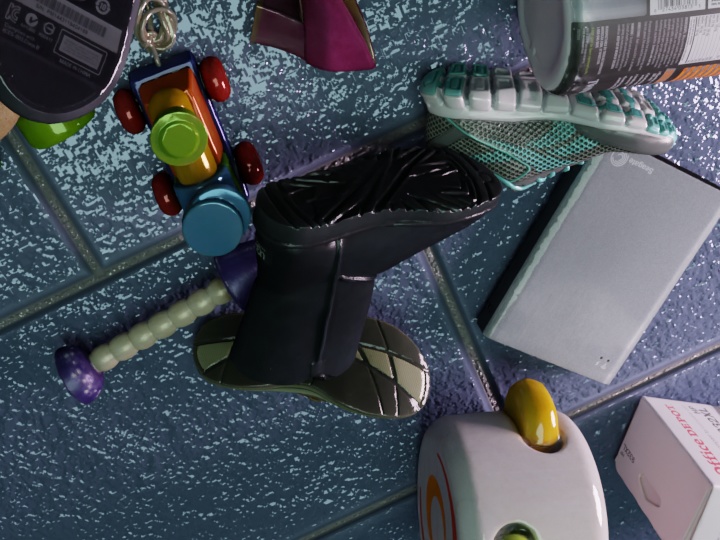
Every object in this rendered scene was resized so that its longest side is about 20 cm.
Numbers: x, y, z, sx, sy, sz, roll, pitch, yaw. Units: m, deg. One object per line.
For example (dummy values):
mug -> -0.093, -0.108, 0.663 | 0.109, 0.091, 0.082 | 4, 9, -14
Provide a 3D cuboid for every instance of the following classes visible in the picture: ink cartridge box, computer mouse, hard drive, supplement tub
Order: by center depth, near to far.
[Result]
computer mouse -> -0.165, -0.179, 0.603 | 0.138, 0.053, 0.201 | 31, 76, -36
supplement tub -> 0.223, -0.198, 0.730 | 0.199, 0.123, 0.123 | -9, 117, -8
hard drive -> 0.208, -0.009, 0.871 | 0.139, 0.033, 0.201 | 21, 110, -20
ink cartridge box -> 0.362, 0.197, 0.941 | 0.199, 0.145, 0.084 | 8, 114, -15

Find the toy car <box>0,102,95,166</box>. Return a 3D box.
toy car -> -0.268, -0.113, 0.627 | 0.157, 0.200, 0.165 | -28, 118, 3

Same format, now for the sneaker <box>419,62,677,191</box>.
sneaker -> 0.141, -0.103, 0.788 | 0.198, 0.078, 0.092 | 8, 123, 2

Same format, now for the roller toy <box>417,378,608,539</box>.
roller toy -> 0.132, 0.213, 0.883 | 0.139, 0.201, 0.183 | -3, 152, -10

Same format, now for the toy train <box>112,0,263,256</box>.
toy train -> -0.131, -0.113, 0.703 | 0.084, 0.116, 0.201 | -21, 118, -1

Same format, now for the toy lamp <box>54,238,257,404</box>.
toy lamp -> -0.147, 0.035, 0.808 | 0.199, 0.058, 0.058 | -29, 118, 3

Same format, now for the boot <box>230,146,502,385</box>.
boot -> 0.000, 0.000, 0.767 | 0.199, 0.077, 0.169 | -14, 139, -27

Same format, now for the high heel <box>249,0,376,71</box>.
high heel -> -0.011, -0.217, 0.676 | 0.095, 0.068, 0.200 | 12, 147, -9

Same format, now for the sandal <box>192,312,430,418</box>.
sandal -> -0.039, 0.074, 0.850 | 0.199, 0.057, 0.080 | 11, 77, 1
